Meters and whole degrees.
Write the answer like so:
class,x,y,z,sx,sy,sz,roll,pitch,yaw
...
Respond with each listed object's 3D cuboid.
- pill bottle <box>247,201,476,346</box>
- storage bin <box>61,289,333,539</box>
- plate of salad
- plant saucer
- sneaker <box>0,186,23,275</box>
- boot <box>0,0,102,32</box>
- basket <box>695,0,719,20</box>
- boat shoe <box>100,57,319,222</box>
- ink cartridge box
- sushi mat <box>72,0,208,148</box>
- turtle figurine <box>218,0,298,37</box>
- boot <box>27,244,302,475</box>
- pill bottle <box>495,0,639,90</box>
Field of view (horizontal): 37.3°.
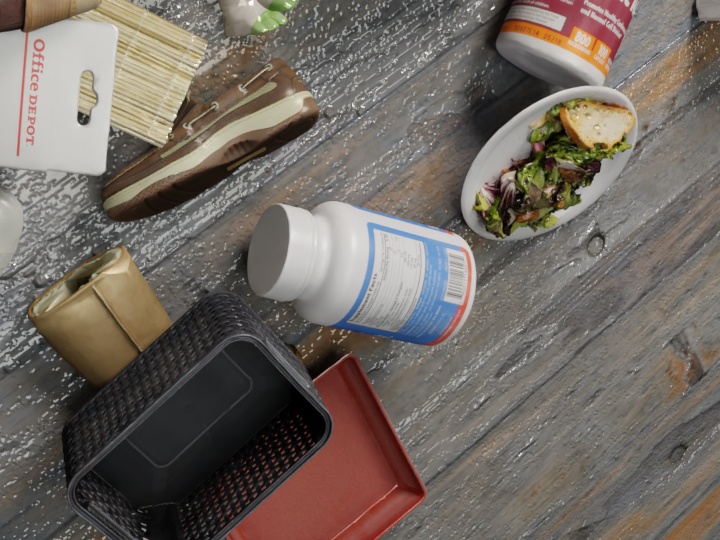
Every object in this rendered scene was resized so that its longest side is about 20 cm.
class,x,y,z,sx,sy,sz,roll,pitch,yaw
pill bottle,0.000,0.000,0.983,0.197,0.112,0.114,14,98,-30
storage bin,-0.138,0.135,0.890,0.200,0.094,0.136,-42,118,0
plate of salad,0.192,-0.095,1.056,0.197,0.048,0.202,-18,143,-14
plant saucer,-0.051,0.209,1.059,0.198,0.037,0.202,-36,119,-16
sneaker,-0.329,0.022,0.820,0.201,0.084,0.073,-50,120,-10
boot,-0.278,-0.251,0.729,0.164,0.072,0.203,-12,70,-26
basket,0.475,-0.335,1.141,0.197,0.135,0.126,-12,108,-26
boat shoe,-0.136,-0.115,0.909,0.200,0.075,0.076,-29,83,-12
ink cartridge box,-0.282,-0.140,0.783,0.196,0.068,0.118,6,102,-15
sushi mat,-0.226,-0.179,0.834,0.197,0.012,0.097,23,93,-18
turtle figurine,-0.075,-0.298,0.837,0.197,0.144,0.197,-23,118,-18
boot,-0.162,0.062,0.937,0.174,0.066,0.202,-39,118,-15
pill bottle,0.218,-0.285,1.021,0.113,0.114,0.203,21,94,-32
